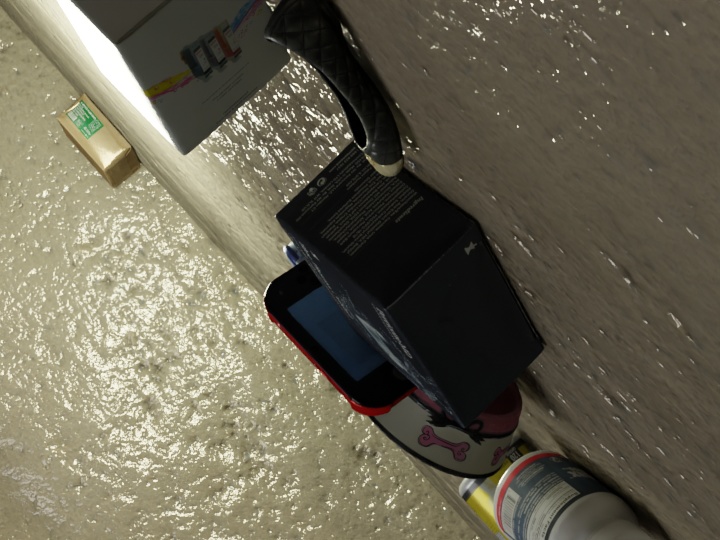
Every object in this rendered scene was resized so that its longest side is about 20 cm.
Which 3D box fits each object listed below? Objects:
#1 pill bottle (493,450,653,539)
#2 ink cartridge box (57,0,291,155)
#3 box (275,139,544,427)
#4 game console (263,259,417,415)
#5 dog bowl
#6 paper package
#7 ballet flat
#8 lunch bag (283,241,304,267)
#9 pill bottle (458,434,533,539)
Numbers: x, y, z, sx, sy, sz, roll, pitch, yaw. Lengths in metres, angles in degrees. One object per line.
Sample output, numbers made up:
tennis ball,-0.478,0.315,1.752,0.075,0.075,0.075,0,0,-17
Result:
pill bottle,0.247,0.296,1.591,0.120,0.119,0.200,52,171,-28
ink cartridge box,-0.176,-0.237,1.259,0.145,0.144,0.200,45,170,24
box,0.047,0.011,1.334,0.200,0.117,0.197,38,167,46
game console,0.013,0.046,1.488,0.200,0.176,0.031,44,157,27
dog bowl,0.091,0.133,1.541,0.198,0.074,0.201,27,-156,-13
paper package,-0.688,-0.340,3.690,0.200,0.103,0.191,48,171,7
ballet flat,-0.020,-0.147,1.150,0.066,0.057,0.201,40,169,48
lunch bag,-0.016,0.032,1.937,0.200,0.075,0.160,47,174,17
pill bottle,0.231,0.321,1.825,0.200,0.112,0.112,46,172,14
